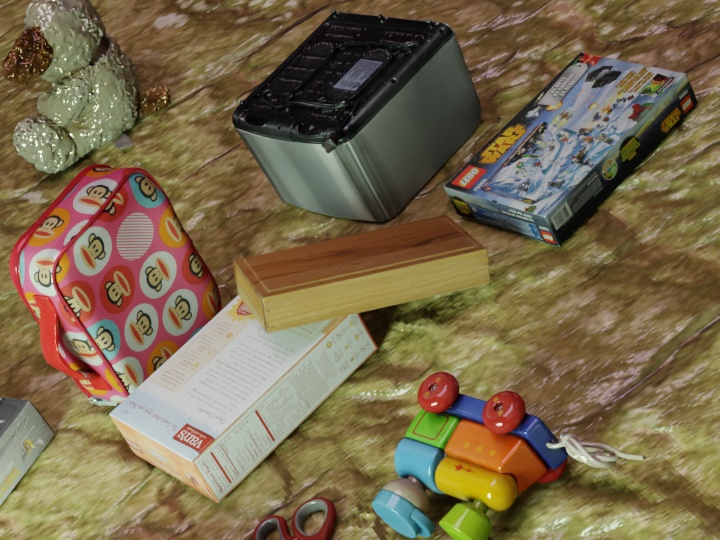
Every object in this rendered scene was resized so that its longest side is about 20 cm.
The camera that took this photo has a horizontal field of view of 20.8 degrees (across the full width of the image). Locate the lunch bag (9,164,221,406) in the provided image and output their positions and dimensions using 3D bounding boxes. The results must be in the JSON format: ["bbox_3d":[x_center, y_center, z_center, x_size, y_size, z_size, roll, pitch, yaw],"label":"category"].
[{"bbox_3d":[-0.222,0.024,1.756,0.082,0.200,0.176,8,48,37],"label":"lunch bag"}]

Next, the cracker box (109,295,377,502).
[{"bbox_3d":[-0.101,0.096,1.693,0.200,0.058,0.134,-42,36,-20],"label":"cracker box"}]

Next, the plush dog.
[{"bbox_3d":[-0.316,-0.232,2.190,0.160,0.172,0.200,-12,36,25],"label":"plush dog"}]

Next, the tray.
[{"bbox_3d":[0.000,0.000,1.685,0.199,0.037,0.099,-12,23,-15],"label":"tray"}]

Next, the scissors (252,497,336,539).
[{"bbox_3d":[-0.030,0.239,1.493,0.073,0.014,0.200,-29,34,-2],"label":"scissors"}]

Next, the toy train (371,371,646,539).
[{"bbox_3d":[0.103,0.157,1.442,0.200,0.085,0.116,14,64,47],"label":"toy train"}]

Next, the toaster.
[{"bbox_3d":[-0.007,-0.148,1.888,0.180,0.119,0.200,12,51,47],"label":"toaster"}]

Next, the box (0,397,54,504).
[{"bbox_3d":[-0.396,0.199,1.795,0.158,0.048,0.200,3,46,39],"label":"box"}]

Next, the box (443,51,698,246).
[{"bbox_3d":[0.188,-0.112,1.762,0.200,0.040,0.137,-44,37,-20],"label":"box"}]
